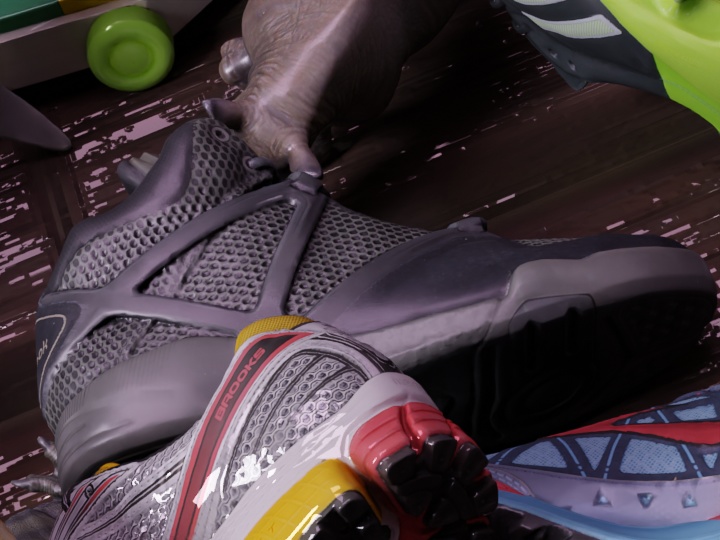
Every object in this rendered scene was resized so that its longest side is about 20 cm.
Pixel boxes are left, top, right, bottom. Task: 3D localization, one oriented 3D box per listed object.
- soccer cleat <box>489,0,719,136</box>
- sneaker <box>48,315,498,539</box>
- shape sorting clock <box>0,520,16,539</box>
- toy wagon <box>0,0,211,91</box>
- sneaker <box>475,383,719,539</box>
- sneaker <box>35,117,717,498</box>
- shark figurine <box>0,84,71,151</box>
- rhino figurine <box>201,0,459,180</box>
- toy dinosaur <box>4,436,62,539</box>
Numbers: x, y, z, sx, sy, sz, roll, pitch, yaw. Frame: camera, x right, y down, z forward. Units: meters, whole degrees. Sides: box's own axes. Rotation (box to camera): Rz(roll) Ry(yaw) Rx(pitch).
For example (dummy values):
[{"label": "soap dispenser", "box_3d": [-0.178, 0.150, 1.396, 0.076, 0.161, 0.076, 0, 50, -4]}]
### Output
[{"label": "soccer cleat", "box_3d": [0.055, -0.104, 0.854, 0.200, 0.081, 0.068, 34, 61, 10]}, {"label": "sneaker", "box_3d": [-0.050, 0.098, 0.692, 0.200, 0.078, 0.082, -49, 49, 11]}, {"label": "shape sorting clock", "box_3d": [-0.135, 0.134, 0.662, 0.200, 0.200, 0.039, 17, 14, 37]}, {"label": "toy wagon", "box_3d": [-0.101, -0.126, 1.033, 0.200, 0.040, 0.155, -16, 40, 7]}, {"label": "sneaker", "box_3d": [0.084, 0.075, 0.718, 0.200, 0.079, 0.096, -1, 24, 21]}, {"label": "sneaker", "box_3d": [0.000, 0.000, 0.785, 0.199, 0.076, 0.114, -13, 57, -9]}, {"label": "shark figurine", "box_3d": [-0.101, -0.131, 0.909, 0.214, 0.128, 0.090, -45, 6, 13]}, {"label": "rhino figurine", "box_3d": [-0.012, -0.075, 0.892, 0.200, 0.060, 0.087, -58, 8, -34]}, {"label": "toy dinosaur", "box_3d": [-0.097, 0.091, 0.783, 0.200, 0.048, 0.088, -20, 22, -23]}]
